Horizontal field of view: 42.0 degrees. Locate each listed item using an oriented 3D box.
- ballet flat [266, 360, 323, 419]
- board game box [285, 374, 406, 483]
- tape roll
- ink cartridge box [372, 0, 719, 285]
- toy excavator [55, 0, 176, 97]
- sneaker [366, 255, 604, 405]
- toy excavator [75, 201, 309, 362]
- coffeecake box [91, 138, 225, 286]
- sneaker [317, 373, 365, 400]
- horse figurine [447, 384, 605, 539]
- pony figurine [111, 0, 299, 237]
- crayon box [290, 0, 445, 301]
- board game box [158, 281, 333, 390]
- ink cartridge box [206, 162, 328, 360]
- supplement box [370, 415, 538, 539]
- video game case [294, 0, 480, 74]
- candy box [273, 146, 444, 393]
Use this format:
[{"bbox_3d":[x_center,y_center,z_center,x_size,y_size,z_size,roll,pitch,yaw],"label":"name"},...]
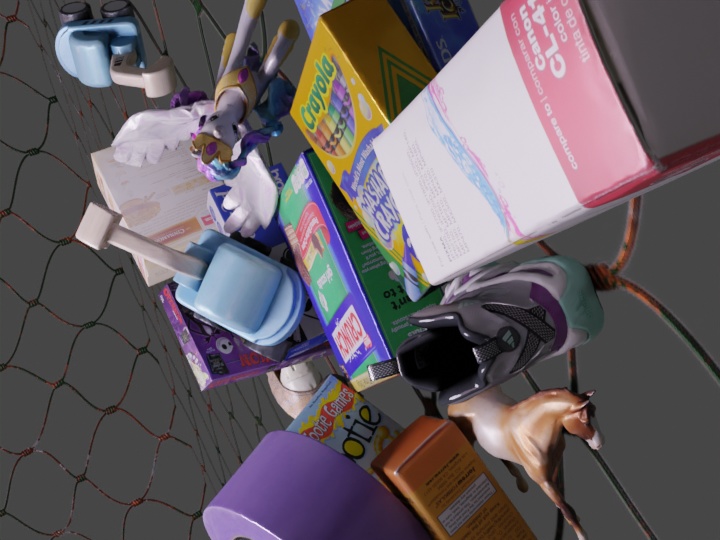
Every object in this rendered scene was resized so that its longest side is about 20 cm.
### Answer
[{"bbox_3d":[-0.096,0.127,1.247,0.200,0.067,0.068,44,142,45],"label":"ballet flat"},{"bbox_3d":[0.017,0.213,0.883,0.198,0.105,0.104,34,149,14],"label":"board game box"},{"bbox_3d":[-0.031,0.235,0.781,0.198,0.085,0.202,31,148,21],"label":"tape roll"},{"bbox_3d":[0.107,-0.072,0.405,0.087,0.145,0.200,66,159,2],"label":"ink cartridge box"},{"bbox_3d":[-0.356,-0.307,1.367,0.202,0.190,0.101,-93,-1,-51],"label":"toy excavator"},{"bbox_3d":[0.061,0.047,0.651,0.079,0.138,0.200,65,159,3],"label":"sneaker"},{"bbox_3d":[-0.151,0.000,0.906,0.192,0.101,0.200,26,177,15],"label":"toy excavator"},{"bbox_3d":[-0.274,-0.100,1.336,0.202,0.151,0.074,57,158,28],"label":"coffeecake box"},{"bbox_3d":[-0.040,0.196,1.133,0.079,0.074,0.203,32,144,29],"label":"sneaker"},{"bbox_3d":[0.119,0.135,0.729,0.199,0.049,0.135,18,134,61],"label":"horse figurine"},{"bbox_3d":[-0.125,-0.143,0.859,0.164,0.203,0.193,25,152,-13],"label":"pony figurine"},{"bbox_3d":[0.016,-0.091,0.629,0.202,0.051,0.126,57,159,9],"label":"crayon box"},{"bbox_3d":[-0.119,0.057,1.056,0.032,0.198,0.122,-38,72,40],"label":"board game box"},{"bbox_3d":[-0.088,-0.011,1.039,0.203,0.093,0.044,63,160,15],"label":"ink cartridge box"},{"bbox_3d":[0.095,0.215,0.748,0.201,0.069,0.066,53,162,-7],"label":"supplement box"},{"bbox_3d":[0.017,-0.173,0.680,0.203,0.045,0.181,67,161,1],"label":"video game case"},{"bbox_3d":[0.000,0.000,0.850,0.203,0.076,0.169,65,162,6],"label":"candy box"}]
